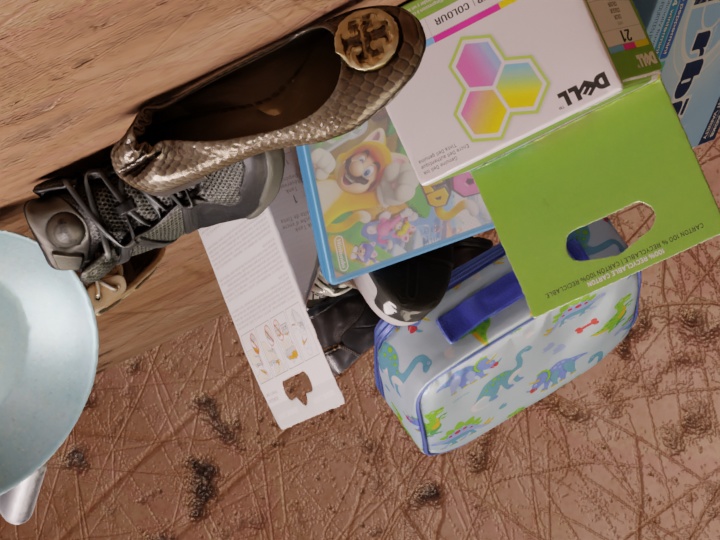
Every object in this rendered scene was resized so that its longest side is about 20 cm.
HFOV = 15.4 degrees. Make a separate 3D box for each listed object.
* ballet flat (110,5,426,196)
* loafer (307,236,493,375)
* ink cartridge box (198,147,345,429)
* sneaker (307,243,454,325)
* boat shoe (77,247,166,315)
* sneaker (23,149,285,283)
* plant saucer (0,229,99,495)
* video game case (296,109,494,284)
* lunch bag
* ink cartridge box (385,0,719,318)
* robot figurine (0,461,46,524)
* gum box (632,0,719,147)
[{"bbox_3d":[-0.056,-0.098,1.493,0.200,0.067,0.046,-22,148,21],"label":"ballet flat"},{"bbox_3d":[0.029,0.024,1.981,0.200,0.072,0.073,-18,174,-38],"label":"loafer"},{"bbox_3d":[-0.052,0.000,1.807,0.050,0.200,0.162,-23,178,-20],"label":"ink cartridge box"},{"bbox_3d":[0.000,0.000,1.825,0.076,0.201,0.115,17,120,-22],"label":"sneaker"},{"bbox_3d":[-0.211,0.003,1.995,0.064,0.071,0.200,-32,-178,26],"label":"boat shoe"},{"bbox_3d":[-0.129,-0.044,1.627,0.114,0.076,0.199,-30,-173,-37],"label":"sneaker"},{"bbox_3d":[-0.267,0.059,1.715,0.201,0.201,0.039,-23,-146,-22],"label":"plant saucer"},{"bbox_3d":[0.056,-0.086,1.710,0.200,0.143,0.018,-20,-153,-17],"label":"video game case"},{"bbox_3d":[0.106,0.039,1.919,0.200,0.083,0.161,-32,158,-8],"label":"lunch bag"},{"bbox_3d":[0.109,-0.084,1.583,0.148,0.200,0.076,-26,177,27],"label":"ink cartridge box"},{"bbox_3d":[-0.294,0.093,1.839,0.169,0.200,0.113,-14,141,-40],"label":"robot figurine"},{"bbox_3d":[0.201,-0.151,1.710,0.200,0.045,0.170,-21,135,-57],"label":"gum box"}]
